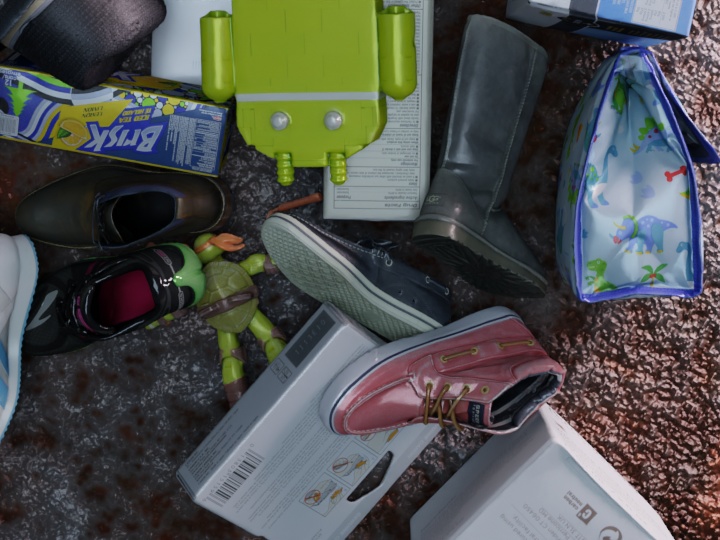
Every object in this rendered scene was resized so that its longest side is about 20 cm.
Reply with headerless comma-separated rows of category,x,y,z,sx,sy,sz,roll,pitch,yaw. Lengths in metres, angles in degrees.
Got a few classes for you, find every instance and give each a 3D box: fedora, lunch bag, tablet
fedora,-0.219,-0.209,1.439,0.201,0.201,0.092,-43,97,4
lunch bag,0.222,-0.081,1.461,0.127,0.170,0.201,-4,94,1
tablet,-0.081,-0.218,1.528,0.199,0.014,0.131,2,95,0

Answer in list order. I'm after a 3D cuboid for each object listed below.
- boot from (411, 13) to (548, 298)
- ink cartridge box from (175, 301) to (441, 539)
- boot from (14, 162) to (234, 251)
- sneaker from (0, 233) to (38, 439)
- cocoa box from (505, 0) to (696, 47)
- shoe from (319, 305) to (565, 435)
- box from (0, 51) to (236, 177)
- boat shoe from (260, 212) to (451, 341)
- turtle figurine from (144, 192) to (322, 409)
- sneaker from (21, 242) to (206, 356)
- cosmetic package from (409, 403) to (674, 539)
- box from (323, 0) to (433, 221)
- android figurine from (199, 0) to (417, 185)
boot,0.121,-0.093,1.506,0.072,0.182,0.201,-2,66,34
ink cartridge box,-0.034,0.146,1.528,0.200,0.044,0.173,-49,134,4
boot,-0.216,-0.054,1.490,0.199,0.097,0.075,-6,93,15
sneaker,-0.334,0.065,1.511,0.080,0.076,0.201,5,98,-33
cocoa box,0.200,-0.259,1.428,0.130,0.200,0.134,11,95,-1
shoe,0.070,0.101,1.473,0.199,0.091,0.072,-23,133,-19
box,-0.210,-0.134,1.505,0.199,0.070,0.065,11,107,-1
boat shoe,0.000,0.000,1.501,0.200,0.074,0.063,32,64,-25
turtle figurine,-0.100,0.028,1.526,0.199,0.064,0.162,-25,95,3
sneaker,-0.226,0.025,1.499,0.199,0.084,0.077,-22,90,30
cosmetic package,0.154,0.232,1.476,0.167,0.200,0.166,44,95,-4
box,0.014,-0.146,1.491,0.094,0.078,0.201,2,102,-1
android figurine,-0.042,-0.169,1.431,0.181,0.041,0.201,2,100,13
